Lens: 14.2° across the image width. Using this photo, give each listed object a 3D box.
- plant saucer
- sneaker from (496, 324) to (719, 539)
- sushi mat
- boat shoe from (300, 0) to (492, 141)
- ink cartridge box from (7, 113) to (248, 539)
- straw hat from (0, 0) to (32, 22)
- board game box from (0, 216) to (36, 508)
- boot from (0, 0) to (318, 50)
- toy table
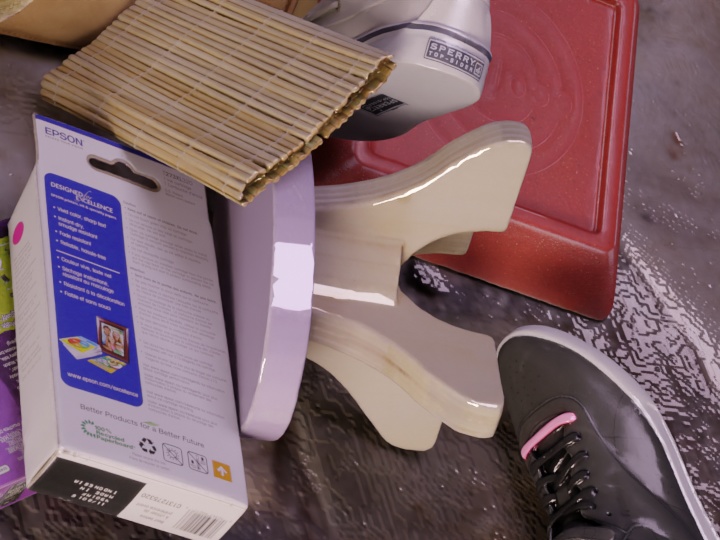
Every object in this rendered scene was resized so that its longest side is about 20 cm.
[{"bbox_3d":[0.065,-0.096,1.512,0.199,0.037,0.201,19,64,-23],"label":"plant saucer"},{"bbox_3d":[0.105,0.114,1.364,0.099,0.071,0.201,-10,63,-48],"label":"sneaker"},{"bbox_3d":[-0.069,-0.089,1.329,0.096,0.200,0.012,-42,125,-15],"label":"sushi mat"},{"bbox_3d":[0.003,-0.108,1.370,0.072,0.200,0.066,20,77,-20],"label":"boat shoe"},{"bbox_3d":[-0.106,0.023,1.275,0.094,0.037,0.201,20,42,-29],"label":"ink cartridge box"},{"bbox_3d":[-0.245,-0.139,1.326,0.200,0.085,0.202,15,37,-12],"label":"straw hat"},{"bbox_3d":[-0.188,0.052,1.232,0.200,0.032,0.120,-21,64,-47],"label":"board game box"},{"bbox_3d":[-0.107,-0.184,1.432,0.199,0.066,0.176,19,85,-25],"label":"boot"},{"bbox_3d":[0.000,0.000,1.324,0.116,0.184,0.201,8,48,-12],"label":"toy table"}]
